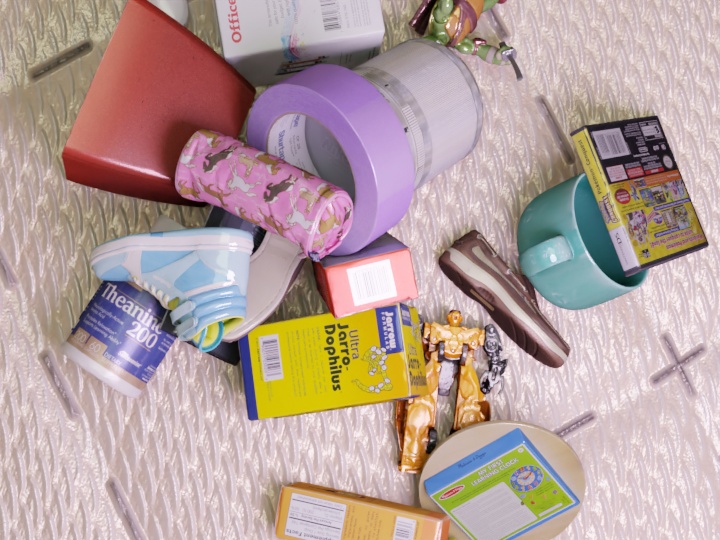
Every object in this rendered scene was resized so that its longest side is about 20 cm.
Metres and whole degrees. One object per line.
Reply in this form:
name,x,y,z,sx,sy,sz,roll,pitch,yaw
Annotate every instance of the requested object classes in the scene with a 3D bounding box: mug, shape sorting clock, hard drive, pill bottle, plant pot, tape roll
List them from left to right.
pill bottle,-0.259,0.040,1.376,0.110,0.111,0.202,32,81,1
plant pot,-0.233,-0.178,1.374,0.174,0.200,0.203,23,81,-10
hard drive,-0.153,0.001,1.378,0.033,0.139,0.203,17,79,31
tape roll,-0.035,-0.121,1.276,0.065,0.200,0.201,-32,84,-39
shape sorting clock,0.167,0.257,1.369,0.196,0.039,0.203,0,124,0
mug,0.250,-0.035,1.395,0.184,0.114,0.154,24,55,-35

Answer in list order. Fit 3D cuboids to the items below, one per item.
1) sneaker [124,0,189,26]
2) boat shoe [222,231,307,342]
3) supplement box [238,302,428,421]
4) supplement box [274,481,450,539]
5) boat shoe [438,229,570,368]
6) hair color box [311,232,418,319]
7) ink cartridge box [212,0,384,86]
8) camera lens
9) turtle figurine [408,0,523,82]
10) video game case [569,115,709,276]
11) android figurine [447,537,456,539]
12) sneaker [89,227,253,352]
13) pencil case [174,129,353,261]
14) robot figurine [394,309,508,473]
sneaker,-0.277,-0.391,1.444,0.074,0.089,0.202,-25,85,-8
boat shoe,-0.111,0.008,1.351,0.071,0.060,0.201,27,64,10
supplement box,-0.031,0.108,1.356,0.197,0.109,0.111,-10,82,14
supplement box,0.002,0.300,1.357,0.197,0.066,0.070,12,86,15
boat shoe,0.192,0.029,1.430,0.202,0.075,0.075,44,76,3
hair color box,0.000,0.000,1.351,0.100,0.200,0.062,-13,100,-5
ink cartridge box,-0.082,-0.323,1.420,0.196,0.145,0.148,-9,83,-5
camera lens,0.038,-0.173,1.374,0.199,0.160,0.161,-34,85,-38
turtle figurine,0.164,-0.333,1.432,0.143,0.200,0.195,35,72,-13
video game case,0.346,-0.097,1.419,0.199,0.025,0.183,-14,81,-49
android figurine,0.108,0.419,1.380,0.197,0.041,0.185,-18,86,-2
sneaker,-0.212,0.027,1.272,0.197,0.079,0.133,-6,81,20
pencil case,-0.106,-0.082,1.243,0.198,0.083,0.088,27,97,21
robot figurine,0.103,0.150,1.414,0.142,0.058,0.204,8,83,-3
